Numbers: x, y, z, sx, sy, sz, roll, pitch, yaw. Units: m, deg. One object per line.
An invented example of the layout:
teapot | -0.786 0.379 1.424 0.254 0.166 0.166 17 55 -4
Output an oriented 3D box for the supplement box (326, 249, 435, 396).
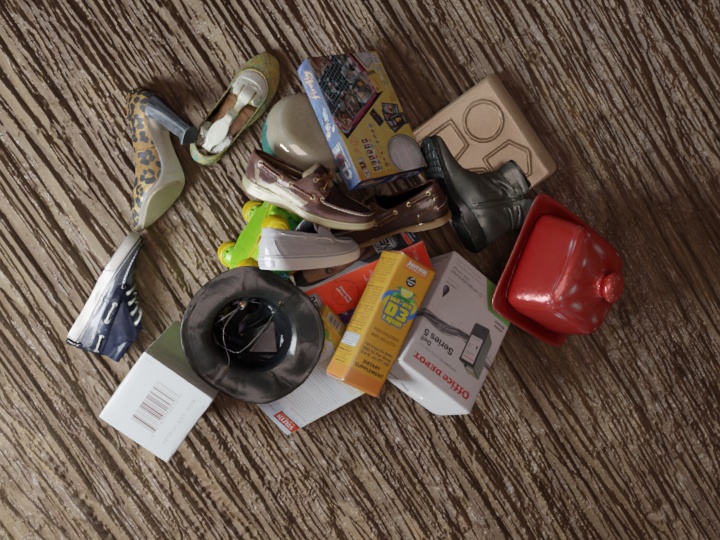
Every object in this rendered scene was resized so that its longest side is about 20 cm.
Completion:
supplement box | 0.029 0.073 1.181 0.066 0.069 0.201 28 80 -22

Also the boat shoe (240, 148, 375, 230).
boat shoe | -0.068 -0.117 1.169 0.199 0.072 0.072 22 115 8

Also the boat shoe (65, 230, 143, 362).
boat shoe | -0.362 0.044 1.270 0.093 0.075 0.200 30 100 -13

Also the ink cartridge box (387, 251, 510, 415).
ink cartridge box | 0.130 0.097 1.252 0.145 0.084 0.200 38 63 -19

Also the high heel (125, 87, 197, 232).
high heel | -0.332 -0.171 1.268 0.142 0.071 0.200 39 113 23

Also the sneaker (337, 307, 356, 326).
sneaker | -0.038 0.078 1.295 0.114 0.073 0.201 36 91 -4

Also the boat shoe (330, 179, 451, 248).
boat shoe | 0.035 -0.088 1.258 0.199 0.071 0.070 -17 126 17

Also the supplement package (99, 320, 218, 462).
supplement package | -0.276 0.170 1.214 0.117 0.200 0.117 35 97 -6

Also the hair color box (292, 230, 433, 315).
hair color box | 0.000 0.000 1.270 0.199 0.102 0.061 -24 116 -3

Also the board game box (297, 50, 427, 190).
board game box | 0.004 -0.225 1.230 0.135 0.035 0.201 -16 79 -36

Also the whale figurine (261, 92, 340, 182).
whale figurine | -0.056 -0.187 1.264 0.199 0.104 0.160 9 63 -27

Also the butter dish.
butter dish | 0.326 0.013 1.246 0.200 0.148 0.200 29 83 -39

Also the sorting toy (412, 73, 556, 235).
sorting toy | 0.184 -0.180 1.311 0.200 0.036 0.185 -36 97 -5

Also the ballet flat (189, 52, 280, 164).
ballet flat | -0.188 -0.244 1.255 0.071 0.071 0.200 38 91 -7

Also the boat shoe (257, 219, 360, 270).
boat shoe | -0.071 -0.041 1.177 0.200 0.072 0.069 -8 100 -48

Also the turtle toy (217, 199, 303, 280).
turtle toy | -0.125 -0.048 1.251 0.101 0.146 0.200 31 93 -28

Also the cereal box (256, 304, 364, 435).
cereal box | -0.083 0.155 1.260 0.200 0.040 0.144 -31 110 27

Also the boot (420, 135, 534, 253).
boot | 0.183 -0.137 1.270 0.130 0.068 0.200 -31 102 -13

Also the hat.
hat | -0.155 0.086 1.176 0.200 0.081 0.201 -2 98 -14
